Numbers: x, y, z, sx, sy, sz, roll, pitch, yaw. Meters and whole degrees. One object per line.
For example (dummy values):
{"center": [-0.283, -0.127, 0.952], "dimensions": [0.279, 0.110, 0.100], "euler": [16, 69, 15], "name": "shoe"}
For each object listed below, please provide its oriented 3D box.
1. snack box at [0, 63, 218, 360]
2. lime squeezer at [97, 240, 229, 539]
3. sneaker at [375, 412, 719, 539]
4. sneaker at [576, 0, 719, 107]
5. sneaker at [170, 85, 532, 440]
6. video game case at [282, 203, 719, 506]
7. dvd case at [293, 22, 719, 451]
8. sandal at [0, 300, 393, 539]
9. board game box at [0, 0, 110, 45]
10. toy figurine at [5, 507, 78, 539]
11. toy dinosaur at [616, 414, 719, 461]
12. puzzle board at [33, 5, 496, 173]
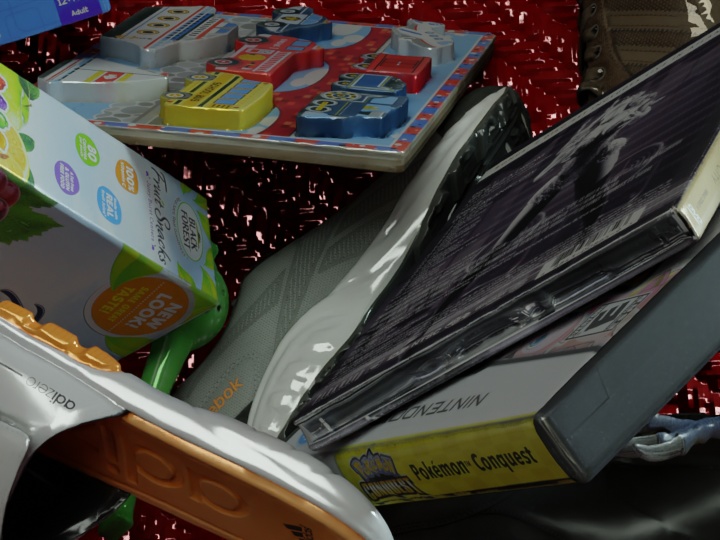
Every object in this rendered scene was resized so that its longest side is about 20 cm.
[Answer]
{"center": [-0.171, 0.009, 0.800], "dimensions": [0.200, 0.142, 0.053], "euler": [-29, 52, 26], "name": "snack box"}
{"center": [-0.080, 0.008, 0.864], "dimensions": [0.038, 0.071, 0.200], "euler": [18, 35, -29], "name": "lime squeezer"}
{"center": [0.094, 0.092, 0.812], "dimensions": [0.199, 0.076, 0.091], "euler": [6, 82, 5], "name": "sneaker"}
{"center": [0.112, -0.074, 0.899], "dimensions": [0.075, 0.070, 0.200], "euler": [-23, 59, -5], "name": "sneaker"}
{"center": [0.000, 0.000, 0.871], "dimensions": [0.079, 0.074, 0.200], "euler": [20, 59, 36], "name": "sneaker"}
{"center": [0.078, 0.001, 0.716], "dimensions": [0.200, 0.181, 0.026], "euler": [-42, 101, -26], "name": "video game case"}
{"center": [0.071, -0.024, 0.737], "dimensions": [0.016, 0.149, 0.200], "euler": [52, 33, -9], "name": "dvd case"}
{"center": [-0.090, 0.063, 0.721], "dimensions": [0.206, 0.079, 0.059], "euler": [21, 59, 18], "name": "sandal"}
{"center": [-0.180, -0.115, 0.906], "dimensions": [0.152, 0.045, 0.200], "euler": [-18, 17, -4], "name": "board game box"}
{"center": [-0.169, 0.142, 0.780], "dimensions": [0.184, 0.200, 0.150], "euler": [4, 22, -12], "name": "toy figurine"}
{"center": [0.180, 0.027, 0.746], "dimensions": [0.199, 0.105, 0.182], "euler": [10, 39, -16], "name": "toy dinosaur"}
{"center": [-0.037, -0.077, 0.875], "dimensions": [0.150, 0.017, 0.200], "euler": [7, 18, 11], "name": "puzzle board"}
